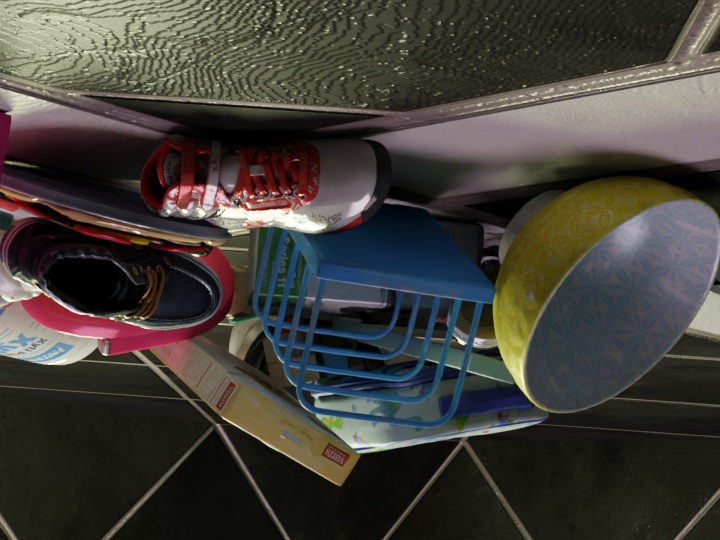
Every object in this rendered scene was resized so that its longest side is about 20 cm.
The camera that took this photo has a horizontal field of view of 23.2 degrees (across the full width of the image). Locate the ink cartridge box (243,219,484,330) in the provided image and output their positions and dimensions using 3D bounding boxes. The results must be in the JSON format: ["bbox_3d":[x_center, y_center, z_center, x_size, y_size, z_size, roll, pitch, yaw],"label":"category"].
[{"bbox_3d":[0.000,0.000,1.580,0.199,0.083,0.147,5,171,-6],"label":"ink cartridge box"}]

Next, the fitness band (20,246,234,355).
[{"bbox_3d":[-0.209,0.014,1.589,0.199,0.038,0.144,-11,-141,-30],"label":"fitness band"}]

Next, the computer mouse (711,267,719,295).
[{"bbox_3d":[0.321,0.000,1.537,0.199,0.053,0.138,8,169,-21],"label":"computer mouse"}]

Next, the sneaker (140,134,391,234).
[{"bbox_3d":[-0.077,-0.065,1.286,0.108,0.067,0.201,9,172,-41],"label":"sneaker"}]

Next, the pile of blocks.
[{"bbox_3d":[-0.042,0.069,1.607,0.082,0.062,0.200,-12,178,2],"label":"pile of blocks"}]

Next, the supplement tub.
[{"bbox_3d":[-0.337,0.014,1.670,0.132,0.132,0.200,-1,168,27],"label":"supplement tub"}]

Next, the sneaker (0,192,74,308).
[{"bbox_3d":[-0.263,-0.005,1.455,0.199,0.094,0.070,25,-171,-23],"label":"sneaker"}]

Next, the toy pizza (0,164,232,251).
[{"bbox_3d":[-0.200,-0.044,1.388,0.200,0.032,0.200,15,-174,-1],"label":"toy pizza"}]

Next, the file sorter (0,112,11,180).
[{"bbox_3d":[-0.369,-0.050,1.302,0.125,0.139,0.200,15,166,-36],"label":"file sorter"}]

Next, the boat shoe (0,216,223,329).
[{"bbox_3d":[-0.183,0.015,1.393,0.200,0.071,0.091,15,-172,-35],"label":"boat shoe"}]

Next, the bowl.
[{"bbox_3d":[0.170,-0.001,1.350,0.200,0.200,0.108,16,-158,-50],"label":"bowl"}]

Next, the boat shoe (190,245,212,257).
[{"bbox_3d":[-0.219,-0.027,1.547,0.200,0.073,0.072,11,170,-31],"label":"boat shoe"}]

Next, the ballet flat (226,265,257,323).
[{"bbox_3d":[-0.041,0.006,1.685,0.199,0.070,0.069,-7,175,-22],"label":"ballet flat"}]

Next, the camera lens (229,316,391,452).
[{"bbox_3d":[-0.055,0.095,1.807,0.159,0.161,0.200,5,-171,-7],"label":"camera lens"}]

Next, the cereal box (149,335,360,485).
[{"bbox_3d":[-0.099,0.115,1.584,0.144,0.040,0.200,34,179,-32],"label":"cereal box"}]

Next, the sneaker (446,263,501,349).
[{"bbox_3d":[0.121,0.046,1.477,0.070,0.109,0.200,30,-146,16],"label":"sneaker"}]

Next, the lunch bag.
[{"bbox_3d":[0.069,0.123,1.657,0.200,0.083,0.161,-6,176,-37],"label":"lunch bag"}]

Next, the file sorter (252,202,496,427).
[{"bbox_3d":[0.000,0.026,1.389,0.138,0.123,0.200,9,-163,-17],"label":"file sorter"}]

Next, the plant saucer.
[{"bbox_3d":[0.054,0.068,1.519,0.070,0.019,0.200,18,178,-37],"label":"plant saucer"}]

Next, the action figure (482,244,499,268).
[{"bbox_3d":[0.150,0.029,1.641,0.118,0.102,0.200,7,173,-3],"label":"action figure"}]
